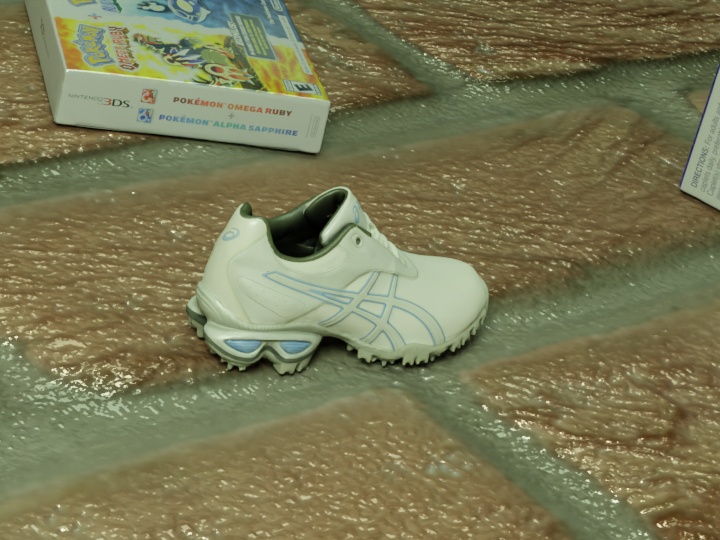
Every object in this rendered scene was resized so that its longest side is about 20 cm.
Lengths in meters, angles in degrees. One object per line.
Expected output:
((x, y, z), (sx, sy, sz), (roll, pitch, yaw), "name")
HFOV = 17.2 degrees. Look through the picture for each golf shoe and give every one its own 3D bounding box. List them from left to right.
((0.000, 0.000, 1.355), (0.199, 0.098, 0.078), (-6, 32, -38), "golf shoe")

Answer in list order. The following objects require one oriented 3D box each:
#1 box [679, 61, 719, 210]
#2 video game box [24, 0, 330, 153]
((0.347, -0.103, 1.631), (0.200, 0.185, 0.105), (30, 32, 25), "box")
((-0.129, -0.152, 1.629), (0.181, 0.047, 0.200), (3, 29, -17), "video game box")
